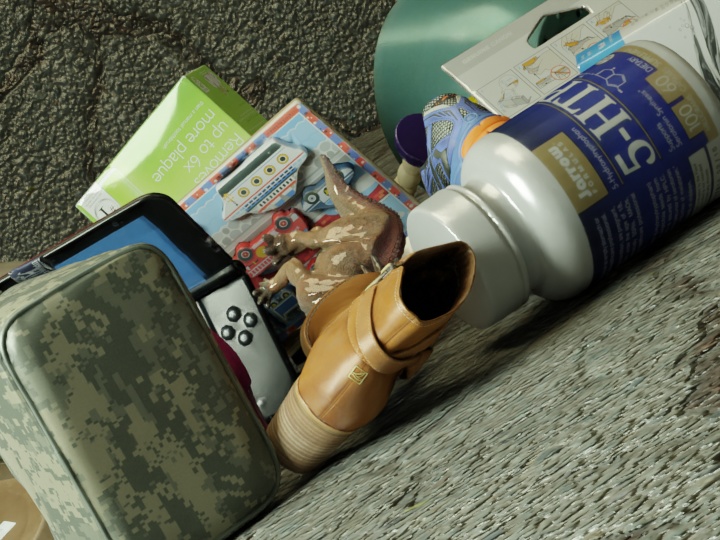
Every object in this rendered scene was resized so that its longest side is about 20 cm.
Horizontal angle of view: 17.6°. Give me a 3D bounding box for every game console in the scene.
[{"bbox_3d":[-0.172,0.065,1.683,0.199,0.173,0.119,-29,-9,13],"label":"game console"}]

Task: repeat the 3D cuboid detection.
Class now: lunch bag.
[{"bbox_3d":[-0.166,0.091,1.451,0.139,0.201,0.167,-34,9,-30],"label":"lunch bag"}]

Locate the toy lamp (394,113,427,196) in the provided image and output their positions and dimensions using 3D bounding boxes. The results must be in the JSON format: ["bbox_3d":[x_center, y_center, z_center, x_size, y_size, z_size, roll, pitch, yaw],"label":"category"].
[{"bbox_3d":[0.029,-0.053,1.968,0.058,0.058,0.200,-35,-20,-35],"label":"toy lamp"}]

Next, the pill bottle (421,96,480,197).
[{"bbox_3d":[0.141,-0.107,1.923,0.109,0.110,0.200,-35,8,-32],"label":"pill bottle"}]

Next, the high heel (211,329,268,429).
[{"bbox_3d":[-0.160,0.126,1.601,0.199,0.096,0.067,-31,7,-4],"label":"high heel"}]

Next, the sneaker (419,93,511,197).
[{"bbox_3d":[0.081,-0.052,1.633,0.075,0.078,0.201,-29,-34,-21],"label":"sneaker"}]

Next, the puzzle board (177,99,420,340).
[{"bbox_3d":[-0.068,-0.023,1.799,0.200,0.151,0.017,-40,32,19],"label":"puzzle board"}]

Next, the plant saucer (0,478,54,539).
[{"bbox_3d":[-0.270,0.206,1.553,0.199,0.030,0.200,-28,24,14],"label":"plant saucer"}]

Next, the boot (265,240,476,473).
[{"bbox_3d":[0.017,0.025,1.465,0.155,0.077,0.200,-50,0,35],"label":"boot"}]

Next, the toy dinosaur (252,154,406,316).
[{"bbox_3d":[0.000,0.000,1.682,0.135,0.086,0.201,-22,44,37],"label":"toy dinosaur"}]

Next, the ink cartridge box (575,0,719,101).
[{"bbox_3d":[0.268,-0.152,1.669,0.199,0.116,0.068,-30,7,10],"label":"ink cartridge box"}]

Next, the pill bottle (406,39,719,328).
[{"bbox_3d":[0.134,-0.052,1.509,0.199,0.120,0.120,-34,7,-19],"label":"pill bottle"}]

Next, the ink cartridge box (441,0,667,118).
[{"bbox_3d":[0.193,-0.146,1.808,0.199,0.045,0.176,-32,51,-18],"label":"ink cartridge box"}]

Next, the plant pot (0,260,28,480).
[{"bbox_3d":[-0.276,0.113,1.864,0.199,0.201,0.174,-30,16,8],"label":"plant pot"}]

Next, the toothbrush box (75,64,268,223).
[{"bbox_3d":[-0.109,-0.047,1.916,0.146,0.200,0.086,-47,3,14],"label":"toothbrush box"}]

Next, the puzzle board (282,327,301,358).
[{"bbox_3d":[-0.114,0.100,1.938,0.150,0.017,0.200,-29,6,24],"label":"puzzle board"}]

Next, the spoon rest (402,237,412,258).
[{"bbox_3d":[0.044,-0.011,1.864,0.099,0.061,0.200,-32,6,-9],"label":"spoon rest"}]

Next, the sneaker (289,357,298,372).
[{"bbox_3d":[-0.156,0.088,1.780,0.199,0.114,0.075,-31,6,-2],"label":"sneaker"}]

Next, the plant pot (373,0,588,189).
[{"bbox_3d":[0.136,-0.173,2.114,0.160,0.202,0.200,-5,23,43],"label":"plant pot"}]
